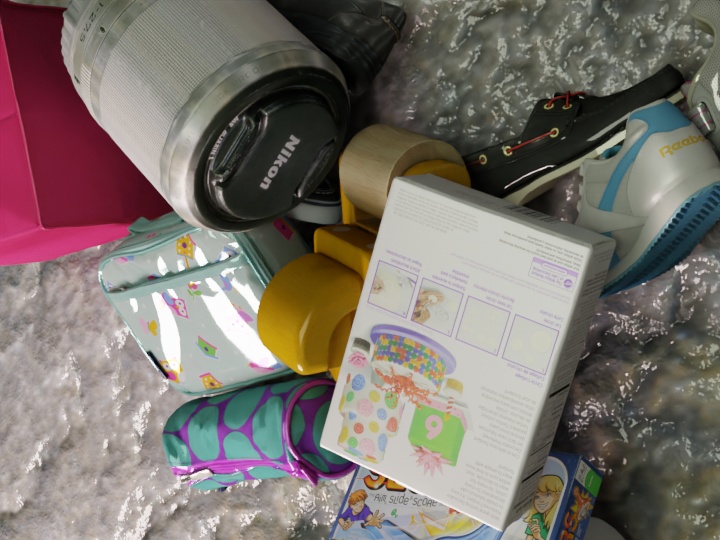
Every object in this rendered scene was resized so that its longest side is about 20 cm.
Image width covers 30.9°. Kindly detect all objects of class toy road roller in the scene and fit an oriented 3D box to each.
[{"bbox_3d":[0.000,0.000,0.973,0.123,0.145,0.201,28,124,59],"label":"toy road roller"}]

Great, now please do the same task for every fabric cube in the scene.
[{"bbox_3d":[-0.299,-0.117,1.175,0.199,0.196,0.201,-14,86,35],"label":"fabric cube"}]

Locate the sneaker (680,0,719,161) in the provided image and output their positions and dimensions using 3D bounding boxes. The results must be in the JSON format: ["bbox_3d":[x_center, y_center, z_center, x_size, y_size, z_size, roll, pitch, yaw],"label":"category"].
[{"bbox_3d":[0.256,-0.098,0.852,0.088,0.081,0.201,-2,86,20],"label":"sneaker"}]

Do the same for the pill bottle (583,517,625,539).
[{"bbox_3d":[0.112,0.267,0.975,0.200,0.116,0.117,-37,74,31],"label":"pill bottle"}]

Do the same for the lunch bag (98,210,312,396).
[{"bbox_3d":[-0.125,0.020,1.099,0.199,0.077,0.161,-16,116,40],"label":"lunch bag"}]

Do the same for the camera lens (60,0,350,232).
[{"bbox_3d":[-0.117,-0.139,0.994,0.200,0.160,0.160,46,118,31],"label":"camera lens"}]

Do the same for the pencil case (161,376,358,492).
[{"bbox_3d":[-0.083,0.141,1.092,0.085,0.093,0.200,48,144,-20],"label":"pencil case"}]

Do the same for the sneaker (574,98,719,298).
[{"bbox_3d":[0.183,-0.038,0.891,0.081,0.076,0.200,63,154,18],"label":"sneaker"}]

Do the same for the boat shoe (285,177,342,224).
[{"bbox_3d":[-0.086,-0.115,1.102,0.200,0.071,0.091,31,113,30],"label":"boat shoe"}]

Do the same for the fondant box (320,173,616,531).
[{"bbox_3d":[0.069,0.051,0.876,0.144,0.058,0.201,22,104,23],"label":"fondant box"}]

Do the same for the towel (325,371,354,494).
[{"bbox_3d":[0.059,0.128,1.048,0.199,0.034,0.133,-3,93,35],"label":"towel"}]

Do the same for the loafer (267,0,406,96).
[{"bbox_3d":[-0.044,-0.210,1.077,0.200,0.073,0.072,34,74,35],"label":"loafer"}]

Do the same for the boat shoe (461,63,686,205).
[{"bbox_3d":[0.145,-0.097,0.940,0.201,0.074,0.063,-29,86,38],"label":"boat shoe"}]

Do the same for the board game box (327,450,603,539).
[{"bbox_3d":[0.066,0.191,0.949,0.199,0.034,0.136,0,58,43],"label":"board game box"}]
